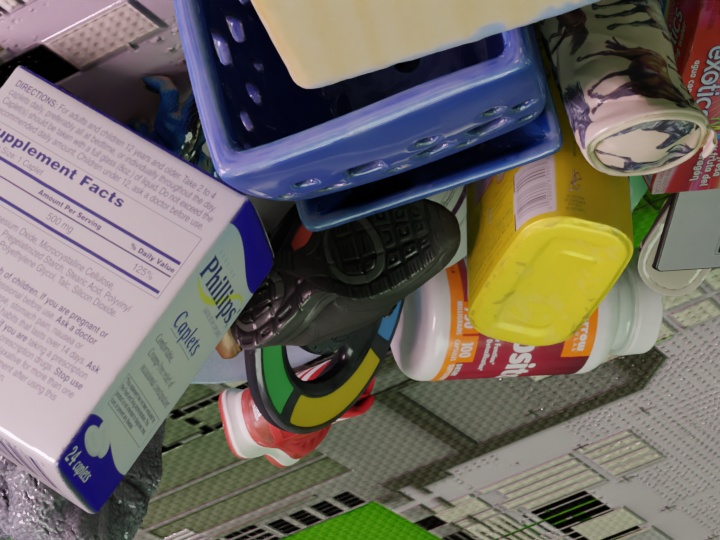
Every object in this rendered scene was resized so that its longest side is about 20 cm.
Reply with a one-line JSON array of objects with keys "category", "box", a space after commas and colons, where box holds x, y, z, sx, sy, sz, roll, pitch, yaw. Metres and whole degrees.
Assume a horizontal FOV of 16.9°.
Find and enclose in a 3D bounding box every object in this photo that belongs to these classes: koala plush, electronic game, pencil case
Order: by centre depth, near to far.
[{"category": "pencil case", "box": [0.157, -0.149, 1.494, 0.089, 0.200, 0.078, -13, 150, -2]}, {"category": "electronic game", "box": [-0.022, 0.023, 1.769, 0.042, 0.200, 0.200, 18, 166, 30]}, {"category": "koala plush", "box": [-0.278, 0.165, 1.937, 0.200, 0.184, 0.177, -20, 152, 37]}]

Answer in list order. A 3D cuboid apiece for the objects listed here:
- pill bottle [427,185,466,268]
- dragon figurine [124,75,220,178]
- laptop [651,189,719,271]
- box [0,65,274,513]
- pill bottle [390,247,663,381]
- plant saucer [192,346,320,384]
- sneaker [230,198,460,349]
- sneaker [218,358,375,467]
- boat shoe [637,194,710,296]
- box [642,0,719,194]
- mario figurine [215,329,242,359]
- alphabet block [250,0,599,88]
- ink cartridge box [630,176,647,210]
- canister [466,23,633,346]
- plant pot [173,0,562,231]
[{"category": "pill bottle", "box": [0.012, -0.075, 1.658, 0.112, 0.112, 0.200, -22, 148, 16]}, {"category": "dragon figurine", "box": [-0.119, -0.077, 1.618, 0.059, 0.100, 0.200, 3, 148, -27]}, {"category": "laptop", "box": [0.340, -0.061, 1.722, 0.200, 0.116, 0.187, -3, 121, -29]}, {"category": "box", "box": [-0.184, 0.011, 1.469, 0.200, 0.184, 0.105, -55, 159, -14]}, {"category": "pill bottle", "box": [0.129, 0.027, 1.889, 0.200, 0.113, 0.113, -2, 150, -19]}, {"category": "plant saucer", "box": [-0.095, 0.025, 1.874, 0.201, 0.039, 0.201, -10, 151, -6]}, {"category": "sneaker", "box": [0.000, 0.000, 1.620, 0.091, 0.076, 0.200, 8, 158, -43]}, {"category": "sneaker", "box": [-0.028, 0.112, 1.959, 0.115, 0.078, 0.200, -15, 179, 17]}, {"category": "boat shoe", "box": [0.280, -0.069, 1.832, 0.072, 0.061, 0.201, 35, 121, -4]}, {"category": "box", "box": [0.235, -0.156, 1.575, 0.095, 0.100, 0.200, -6, 136, -15]}, {"category": "mario figurine", "box": [-0.184, 0.045, 1.755, 0.200, 0.123, 0.106, -9, 108, 6]}, {"category": "alphabet block", "box": [0.012, -0.245, 1.272, 0.195, 0.197, 0.200, -17, 151, 6]}, {"category": "ink cartridge box", "box": [0.130, -0.096, 1.741, 0.200, 0.050, 0.161, -2, 149, -22]}, {"category": "canister", "box": [0.121, -0.069, 1.581, 0.086, 0.200, 0.149, 13, 142, -15]}, {"category": "plant pot", "box": [0.010, -0.144, 1.459, 0.200, 0.200, 0.180, -18, 158, 11]}]
